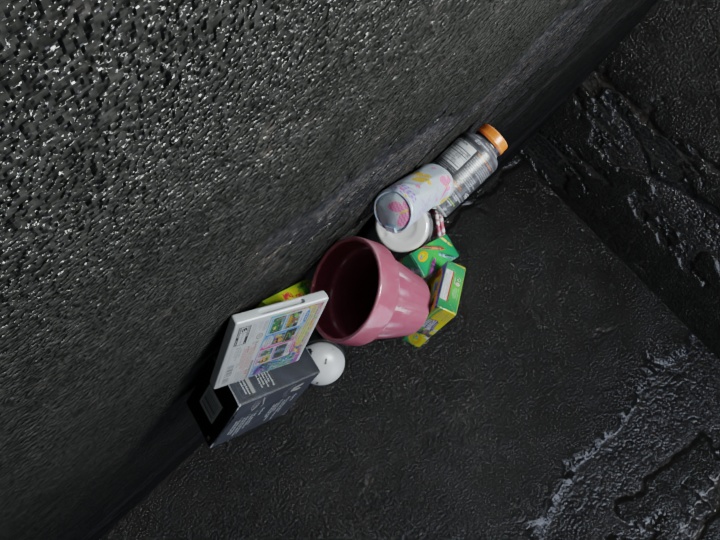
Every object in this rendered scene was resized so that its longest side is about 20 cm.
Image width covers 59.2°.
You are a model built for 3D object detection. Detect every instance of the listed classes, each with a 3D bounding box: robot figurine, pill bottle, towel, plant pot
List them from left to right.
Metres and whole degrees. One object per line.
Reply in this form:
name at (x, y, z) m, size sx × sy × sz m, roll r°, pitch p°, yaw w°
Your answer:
robot figurine at (-0.104, 0.199, 1.600) m, size 0.124 × 0.151 × 0.200 m, roll -25°, pitch -151°, yaw 8°
plant pot at (0.031, 0.052, 1.220) m, size 0.179 × 0.200 × 0.200 m, roll 17°, pitch 129°, yaw -41°
pill bottle at (0.101, -0.097, 1.389) m, size 0.114 × 0.114 × 0.200 m, roll -44°, pitch 175°, yaw 9°
towel at (0.173, -0.126, 1.476) m, size 0.030 × 0.201 × 0.146 m, roll -8°, pitch 177°, yaw 3°
pill bottle at (0.217, -0.218, 1.347) m, size 0.200 × 0.106 × 0.106 m, roll -43°, pitch 175°, yaw 3°

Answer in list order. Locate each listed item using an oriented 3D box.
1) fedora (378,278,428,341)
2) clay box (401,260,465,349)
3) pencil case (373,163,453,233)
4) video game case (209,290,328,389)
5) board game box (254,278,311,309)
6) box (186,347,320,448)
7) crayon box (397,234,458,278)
fedora at (0.085, 0.102, 1.475) m, size 0.200 × 0.092 × 0.201 m, roll -30°, pitch 178°, yaw -1°
clay box at (0.144, 0.077, 1.317) m, size 0.200 × 0.047 × 0.115 m, roll -52°, pitch -164°, yaw 54°
pencil case at (0.103, -0.140, 1.211) m, size 0.200 × 0.083 × 0.091 m, roll -36°, pitch 151°, yaw -52°
video game case at (-0.163, 0.123, 1.116) m, size 0.182 × 0.024 × 0.200 m, roll -15°, pitch 147°, yaw -36°
board game box at (-0.158, 0.084, 1.218) m, size 0.102 × 0.048 × 0.200 m, roll -45°, pitch 175°, yaw 21°
box at (-0.221, 0.238, 1.293) m, size 0.200 × 0.118 × 0.197 m, roll -16°, pitch 154°, yaw -42°
crayon box at (0.104, -0.001, 1.381) m, size 0.119 × 0.058 × 0.200 m, roll -29°, pitch 178°, yaw -37°
